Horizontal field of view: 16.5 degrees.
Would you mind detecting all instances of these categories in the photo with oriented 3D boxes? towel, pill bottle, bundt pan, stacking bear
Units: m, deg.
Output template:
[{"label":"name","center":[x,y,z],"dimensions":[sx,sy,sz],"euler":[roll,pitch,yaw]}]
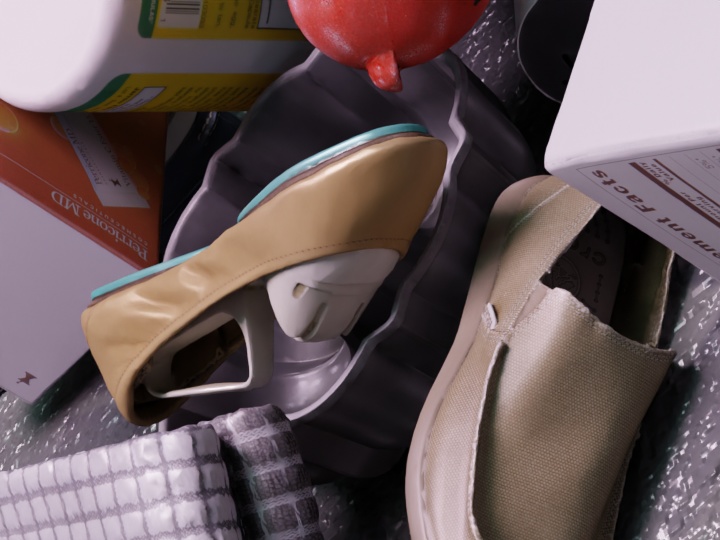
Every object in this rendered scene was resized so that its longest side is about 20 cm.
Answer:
[{"label":"towel","center":[-0.079,0.147,0.951],"dimensions":[0.199,0.085,0.167],"euler":[-19,84,52]},{"label":"pill bottle","center":[-0.074,-0.127,1.108],"dimensions":[0.112,0.199,0.114],"euler":[4,96,42]},{"label":"bundt pan","center":[0.000,0.000,1.022],"dimensions":[0.202,0.076,0.203],"euler":[-36,38,35]},{"label":"stacking bear","center":[0.007,-0.148,0.987],"dimensions":[0.113,0.122,0.201],"euler":[-6,32,0]}]

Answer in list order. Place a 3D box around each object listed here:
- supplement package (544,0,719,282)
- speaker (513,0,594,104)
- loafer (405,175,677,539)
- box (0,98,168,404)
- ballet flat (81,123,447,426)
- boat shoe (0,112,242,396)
[{"label":"supplement package","center":[0.175,-0.068,0.784],"dimensions":[0.199,0.117,0.118],"euler":[-6,60,53]},{"label":"speaker","center":[0.099,-0.160,1.014],"dimensions":[0.081,0.081,0.201],"euler":[-35,38,34]},{"label":"loafer","center":[0.069,0.042,0.886],"dimensions":[0.067,0.076,0.201],"euler":[-32,40,47]},{"label":"box","center":[-0.165,-0.060,1.141],"dimensions":[0.097,0.124,0.201],"euler":[-42,30,28]},{"label":"ballet flat","center":[-0.032,0.008,0.946],"dimensions":[0.199,0.068,0.064],"euler":[-29,70,44]},{"label":"boat shoe","center":[-0.130,-0.007,1.235],"dimensions":[0.200,0.062,0.075],"euler":[-52,29,8]}]
